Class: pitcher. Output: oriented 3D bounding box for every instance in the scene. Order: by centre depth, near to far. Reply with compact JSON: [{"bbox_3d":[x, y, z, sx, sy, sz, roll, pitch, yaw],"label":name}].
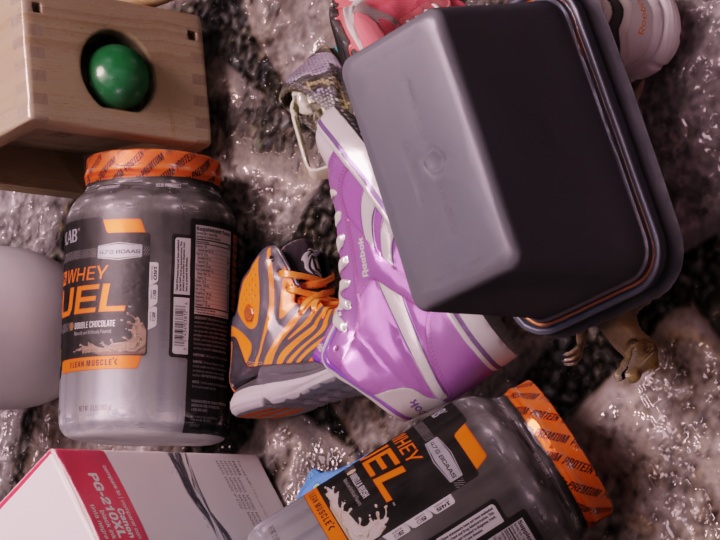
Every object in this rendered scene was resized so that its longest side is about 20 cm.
[{"bbox_3d":[-0.307,0.036,1.713,0.172,0.200,0.121,6,87,42],"label":"pitcher"}]

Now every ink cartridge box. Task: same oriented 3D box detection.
[{"bbox_3d":[-0.160,0.196,1.560,0.145,0.200,0.084,-46,59,26],"label":"ink cartridge box"}]

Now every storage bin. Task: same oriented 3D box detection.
[{"bbox_3d":[0.071,-0.061,1.343,0.146,0.134,0.200,-27,74,39],"label":"storage bin"}]

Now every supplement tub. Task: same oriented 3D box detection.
[{"bbox_3d":[0.043,0.158,1.396,0.200,0.123,0.123,-32,58,-4],"label":"supplement tub"},{"bbox_3d":[-0.149,0.021,1.629,0.122,0.122,0.200,-7,78,40],"label":"supplement tub"}]

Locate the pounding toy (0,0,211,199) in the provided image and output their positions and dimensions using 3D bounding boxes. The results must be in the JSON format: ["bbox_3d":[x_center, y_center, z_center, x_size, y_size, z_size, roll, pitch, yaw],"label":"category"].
[{"bbox_3d":[-0.196,-0.149,1.676,0.200,0.184,0.142,-21,70,46],"label":"pounding toy"}]

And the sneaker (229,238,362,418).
[{"bbox_3d":[-0.021,0.028,1.546,0.200,0.078,0.112,-17,73,38],"label":"sneaker"}]

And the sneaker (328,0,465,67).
[{"bbox_3d":[0.029,-0.152,1.478,0.087,0.200,0.074,-15,112,4],"label":"sneaker"}]

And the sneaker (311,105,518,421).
[{"bbox_3d":[0.000,0.000,1.448,0.114,0.073,0.201,-34,71,13],"label":"sneaker"}]

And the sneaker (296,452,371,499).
[{"bbox_3d":[-0.020,0.197,1.527,0.200,0.076,0.105,-44,47,13],"label":"sneaker"}]

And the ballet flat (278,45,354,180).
[{"bbox_3d":[0.004,-0.068,1.541,0.072,0.072,0.200,-53,51,22],"label":"ballet flat"}]

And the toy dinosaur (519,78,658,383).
[{"bbox_3d":[0.149,-0.012,1.431,0.101,0.058,0.200,-10,63,23],"label":"toy dinosaur"}]

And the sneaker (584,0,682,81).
[{"bbox_3d":[0.103,-0.136,1.458,0.200,0.080,0.074,-25,69,44],"label":"sneaker"}]
